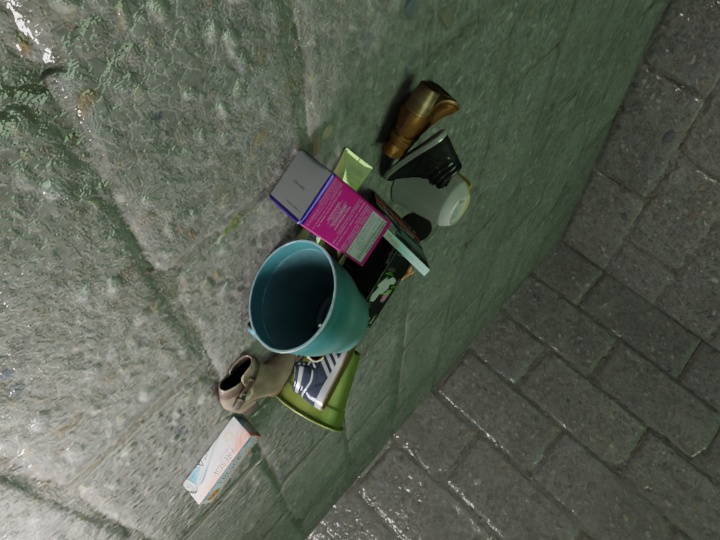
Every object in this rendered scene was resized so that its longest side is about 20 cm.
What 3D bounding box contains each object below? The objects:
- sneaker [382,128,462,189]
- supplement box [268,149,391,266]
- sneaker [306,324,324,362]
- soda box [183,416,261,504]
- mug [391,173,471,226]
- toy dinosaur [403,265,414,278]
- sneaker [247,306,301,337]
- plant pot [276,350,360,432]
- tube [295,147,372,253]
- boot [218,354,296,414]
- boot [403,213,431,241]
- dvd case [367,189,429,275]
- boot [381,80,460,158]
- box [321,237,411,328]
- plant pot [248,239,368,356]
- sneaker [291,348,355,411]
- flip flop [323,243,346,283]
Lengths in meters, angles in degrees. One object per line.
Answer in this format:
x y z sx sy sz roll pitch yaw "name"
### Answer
0.128 -0.202 1.216 0.198 0.100 0.071 -24 -163 50 "sneaker"
-0.048 -0.105 1.034 0.105 0.101 0.199 -53 141 2 "supplement box"
-0.118 0.168 1.320 0.200 0.070 0.088 134 -35 -59 "sneaker"
-0.327 0.449 1.397 0.202 0.068 0.064 -53 158 -3 "soda box"
0.185 -0.196 1.369 0.187 0.152 0.151 -45 156 -16 "mug"
0.072 0.016 1.454 0.103 0.061 0.205 -13 132 -30 "toy dinosaur"
-0.164 0.095 1.208 0.083 0.073 0.199 -54 169 15 "sneaker"
-0.089 0.272 1.494 0.195 0.196 0.200 -62 158 -4 "plant pot"
-0.053 -0.129 1.129 0.204 0.051 0.058 -58 171 8 "tube"
-0.225 0.227 1.288 0.201 0.069 0.148 -51 151 -23 "boot"
0.112 -0.085 1.527 0.198 0.075 0.075 -35 178 -40 "boot"
0.075 -0.082 1.210 0.022 0.145 0.201 -43 -160 14 "dvd case"
0.125 -0.299 1.208 0.157 0.076 0.199 -55 169 25 "boot"
0.000 0.000 1.271 0.203 0.147 0.124 -57 156 9 "box"
-0.080 0.073 1.118 0.203 0.199 0.187 -53 145 3 "plant pot"
-0.088 0.216 1.393 0.203 0.106 0.071 -60 165 -24 "sneaker"
-0.054 -0.065 1.185 0.056 0.081 0.204 6 119 -46 "flip flop"
